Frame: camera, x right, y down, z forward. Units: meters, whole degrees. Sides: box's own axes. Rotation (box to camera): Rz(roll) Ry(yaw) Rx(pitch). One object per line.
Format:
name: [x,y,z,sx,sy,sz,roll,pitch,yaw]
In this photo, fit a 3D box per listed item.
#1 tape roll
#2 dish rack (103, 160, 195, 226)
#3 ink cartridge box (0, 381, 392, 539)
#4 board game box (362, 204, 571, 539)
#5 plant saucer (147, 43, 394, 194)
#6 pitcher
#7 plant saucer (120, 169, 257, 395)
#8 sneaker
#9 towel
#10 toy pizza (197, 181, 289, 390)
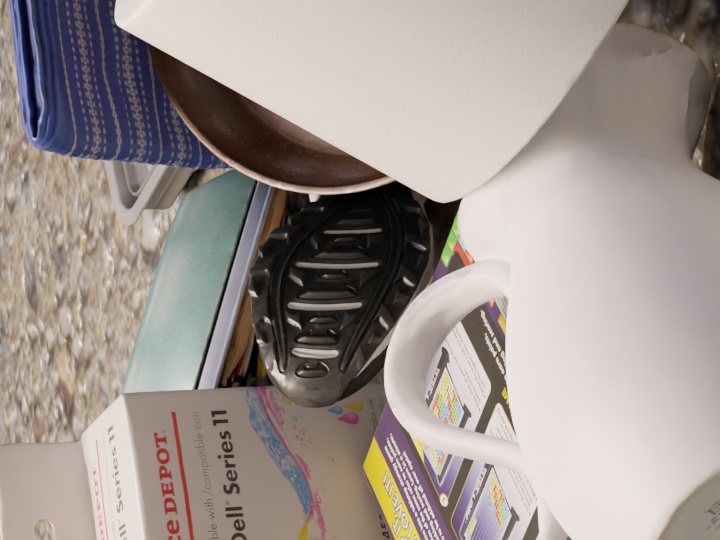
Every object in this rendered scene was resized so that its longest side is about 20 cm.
tape roll: [0.017,-0.145,0.936,0.203,0.139,0.203,-55,16,25]
dish rack: [-0.111,-0.142,1.440,0.172,0.043,0.201,127,135,-54]
ink cartridge box: [-0.052,0.114,1.130,0.067,0.199,0.118,138,126,-59]
board game box: [0.075,0.096,1.020,0.166,0.056,0.200,109,149,-42]
plant saucer: [-0.004,-0.132,1.106,0.199,0.034,0.201,-2,87,29]
pitcher: [0.087,0.036,0.890,0.172,0.121,0.200,-49,38,23]
plant saucer: [-0.093,0.036,1.312,0.200,0.036,0.201,-164,90,-87]
sneaker: [0.000,0.000,1.117,0.200,0.074,0.080,-74,-17,-56]
towel: [-0.102,-0.120,1.152,0.024,0.200,0.146,-7,87,21]
toy pizza: [-0.060,0.046,1.272,0.200,0.032,0.201,-164,90,-87]
